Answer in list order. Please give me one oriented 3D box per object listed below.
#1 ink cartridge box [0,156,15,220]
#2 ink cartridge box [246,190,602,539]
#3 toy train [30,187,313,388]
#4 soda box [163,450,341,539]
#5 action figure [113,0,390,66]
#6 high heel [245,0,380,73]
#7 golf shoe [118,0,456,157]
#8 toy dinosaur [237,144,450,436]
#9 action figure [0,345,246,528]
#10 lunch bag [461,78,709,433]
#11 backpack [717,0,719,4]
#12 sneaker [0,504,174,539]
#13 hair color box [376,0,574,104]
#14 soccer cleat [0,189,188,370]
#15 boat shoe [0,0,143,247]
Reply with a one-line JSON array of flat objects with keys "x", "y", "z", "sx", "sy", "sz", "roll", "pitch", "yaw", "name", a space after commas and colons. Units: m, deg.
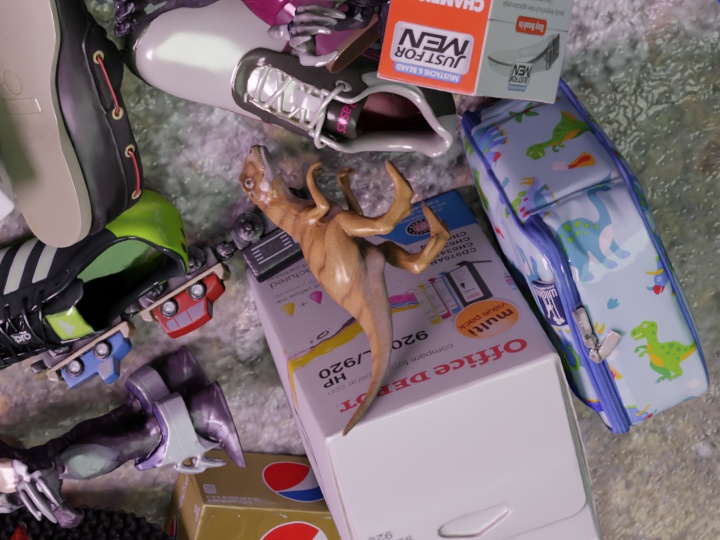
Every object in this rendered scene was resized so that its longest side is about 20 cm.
[{"x": -0.312, "y": -0.069, "z": 1.452, "sx": 0.145, "sy": 0.083, "sz": 0.200, "roll": -40, "pitch": 123, "yaw": 8, "name": "ink cartridge box"}, {"x": 0.037, "y": 0.078, "z": 1.575, "sx": 0.147, "sy": 0.200, "sz": 0.145, "roll": -20, "pitch": 123, "yaw": -5, "name": "ink cartridge box"}, {"x": -0.108, "y": 0.016, "z": 1.585, "sx": 0.200, "sy": 0.034, "sz": 0.046, "roll": -31, "pitch": 87, "yaw": 2, "name": "toy train"}, {"x": -0.019, "y": 0.164, "z": 1.691, "sx": 0.199, "sy": 0.064, "sz": 0.068, "roll": 5, "pitch": 118, "yaw": -20, "name": "soda box"}, {"x": -0.033, "y": -0.166, "z": 1.394, "sx": 0.199, "sy": 0.102, "sz": 0.119, "roll": -6, "pitch": 99, "yaw": -15, "name": "action figure"}, {"x": 0.019, "y": -0.207, "z": 1.492, "sx": 0.200, "sy": 0.096, "sz": 0.067, "roll": -42, "pitch": 168, "yaw": -18, "name": "high heel"}, {"x": -0.036, "y": -0.113, "z": 1.510, "sx": 0.199, "sy": 0.088, "sz": 0.077, "roll": 8, "pitch": 119, "yaw": -19, "name": "golf shoe"}, {"x": 0.000, "y": 0.000, "z": 1.512, "sx": 0.106, "sy": 0.200, "sz": 0.060, "roll": -38, "pitch": 145, "yaw": 8, "name": "toy dinosaur"}, {"x": -0.176, "y": 0.115, "z": 1.585, "sx": 0.199, "sy": 0.130, "sz": 0.070, "roll": -20, "pitch": 107, "yaw": -12, "name": "action figure"}, {"x": 0.130, "y": -0.008, "z": 1.553, "sx": 0.082, "sy": 0.200, "sz": 0.161, "roll": -25, "pitch": 124, "yaw": -1, "name": "lunch bag"}, {"x": 0.282, "y": -0.214, "z": 1.501, "sx": 0.199, "sy": 0.163, "sz": 0.168, "roll": -23, "pitch": 147, "yaw": -7, "name": "backpack"}, {"x": -0.200, "y": 0.201, "z": 1.642, "sx": 0.199, "sy": 0.070, "sz": 0.094, "roll": 5, "pitch": 126, "yaw": 0, "name": "sneaker"}, {"x": 0.075, "y": -0.193, "z": 1.397, "sx": 0.111, "sy": 0.064, "sz": 0.201, "roll": -2, "pitch": 103, "yaw": -63, "name": "hair color box"}, {"x": -0.191, "y": 0.020, "z": 1.542, "sx": 0.200, "sy": 0.081, "sz": 0.068, "roll": -31, "pitch": 123, "yaw": 2, "name": "soccer cleat"}, {"x": -0.172, "y": -0.116, "z": 1.484, "sx": 0.063, "sy": 0.073, "sz": 0.202, "roll": -33, "pitch": 121, "yaw": -40, "name": "boat shoe"}]
